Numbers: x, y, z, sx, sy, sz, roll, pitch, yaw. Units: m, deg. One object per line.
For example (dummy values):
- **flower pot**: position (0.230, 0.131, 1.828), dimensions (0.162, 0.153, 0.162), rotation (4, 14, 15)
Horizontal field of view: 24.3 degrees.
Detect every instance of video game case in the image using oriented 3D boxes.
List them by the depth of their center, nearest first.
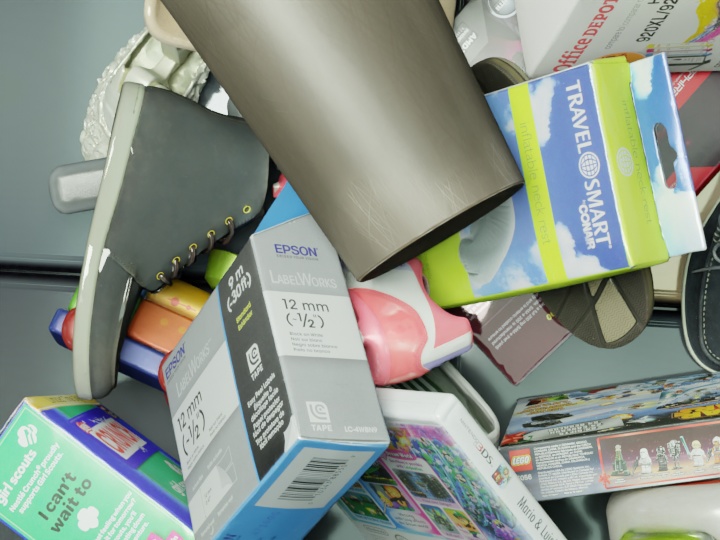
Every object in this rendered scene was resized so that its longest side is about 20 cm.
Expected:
- **video game case**: position (0.040, 0.140, 1.024), dimensions (0.024, 0.199, 0.182), rotation (-49, 116, -25)

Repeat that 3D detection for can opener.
- **can opener**: position (-0.111, -0.081, 1.114), dimensions (0.198, 0.053, 0.067), rotation (-16, 95, -8)

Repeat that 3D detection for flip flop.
- **flip flop**: position (0.128, -0.047, 1.049), dimensions (0.081, 0.057, 0.201), rotation (-44, 68, 37)

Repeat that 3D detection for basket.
- **basket**: position (-0.003, -0.107, 0.956), dimensions (0.136, 0.180, 0.201), rotation (-33, 83, 33)

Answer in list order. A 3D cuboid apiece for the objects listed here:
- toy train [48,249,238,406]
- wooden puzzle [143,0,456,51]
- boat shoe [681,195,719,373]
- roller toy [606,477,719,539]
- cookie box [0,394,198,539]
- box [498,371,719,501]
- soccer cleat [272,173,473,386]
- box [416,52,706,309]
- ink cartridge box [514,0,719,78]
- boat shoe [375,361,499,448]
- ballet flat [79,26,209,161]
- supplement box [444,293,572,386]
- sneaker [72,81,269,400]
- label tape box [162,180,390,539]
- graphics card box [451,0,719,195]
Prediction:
- **toy train**: position (-0.097, 0.040, 1.125), dimensions (0.198, 0.085, 0.117), rotation (24, 76, 3)
- **wooden puzzle**: position (-0.032, -0.204, 1.085), dimensions (0.198, 0.046, 0.187), rotation (14, 66, -11)
- **boat shoe**: position (0.259, -0.020, 1.075), dimensions (0.074, 0.062, 0.202), rotation (18, 111, -1)
- **roller toy**: position (0.251, 0.190, 1.031), dimensions (0.198, 0.182, 0.141), rotation (-9, 88, 8)
- **cookie box**: position (-0.138, 0.166, 1.076), dimensions (0.199, 0.171, 0.076), rotation (35, 90, 5)
- **box**: position (0.192, 0.100, 1.049), dimensions (0.198, 0.137, 0.040), rotation (-9, 96, 12)
- **soccer cleat**: position (0.000, 0.000, 1.040), dimensions (0.076, 0.200, 0.067), rotation (-10, 126, -18)
- **box**: position (0.101, -0.049, 1.002), dimensions (0.199, 0.047, 0.123), rotation (-14, 88, 43)
- **ink cartridge box**: position (0.201, -0.212, 1.021), dimensions (0.198, 0.147, 0.146), rotation (-3, 75, -10)
- **boat shoe**: position (0.018, 0.055, 1.070), dimensions (0.200, 0.067, 0.073), rotation (39, 50, 18)
- **ballet flat**: position (-0.133, -0.146, 1.131), dimensions (0.071, 0.072, 0.201), rotation (33, 93, 5)
- **supplement box**: position (0.074, -0.033, 1.112), dimensions (0.109, 0.061, 0.200), rotation (-42, 85, 3)
- **sneaker**: position (-0.119, -0.011, 1.050), dimensions (0.105, 0.075, 0.202), rotation (12, 88, -9)
- **label tape box**: position (-0.062, 0.051, 0.990), dimensions (0.066, 0.143, 0.201), rotation (3, 54, -31)
- **graphics card box**: position (0.158, -0.126, 1.110), dimensions (0.200, 0.051, 0.126), rotation (43, 92, 5)
